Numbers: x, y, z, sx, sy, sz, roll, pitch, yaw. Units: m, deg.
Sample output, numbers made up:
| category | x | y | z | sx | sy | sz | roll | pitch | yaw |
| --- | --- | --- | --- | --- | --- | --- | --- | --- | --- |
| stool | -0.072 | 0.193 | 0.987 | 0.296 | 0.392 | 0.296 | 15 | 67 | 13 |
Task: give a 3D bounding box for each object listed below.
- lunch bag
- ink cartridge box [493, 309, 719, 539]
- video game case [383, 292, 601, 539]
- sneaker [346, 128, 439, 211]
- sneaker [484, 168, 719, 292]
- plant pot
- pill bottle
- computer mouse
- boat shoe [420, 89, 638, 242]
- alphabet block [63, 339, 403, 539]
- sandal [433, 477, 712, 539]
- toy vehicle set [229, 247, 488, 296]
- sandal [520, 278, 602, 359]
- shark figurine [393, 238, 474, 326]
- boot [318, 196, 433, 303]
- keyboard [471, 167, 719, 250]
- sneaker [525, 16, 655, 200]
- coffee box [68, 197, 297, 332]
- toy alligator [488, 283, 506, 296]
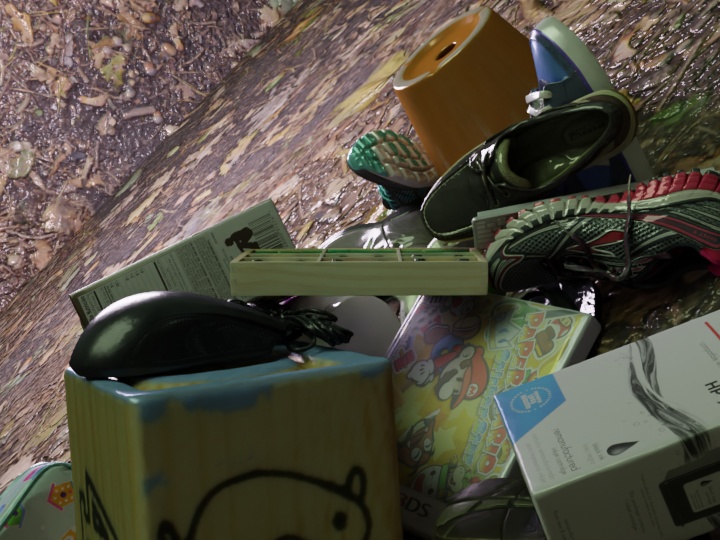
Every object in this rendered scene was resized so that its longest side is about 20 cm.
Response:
| category | x | y | z | sx | sy | sz | roll | pitch | yaw |
| --- | --- | --- | --- | --- | --- | --- | --- | --- | --- |
| lunch bag | -0.257 | 0.274 | 0.999 | 0.077 | 0.200 | 0.161 | -12 | 38 | 57 |
| ink cartridge box | 0.189 | 0.089 | 0.659 | 0.199 | 0.067 | 0.116 | -21 | 22 | 3 |
| video game case | 0.070 | 0.106 | 0.887 | 0.182 | 0.023 | 0.200 | 11 | 64 | 50 |
| sneaker | 0.048 | -0.100 | 1.286 | 0.091 | 0.200 | 0.078 | -44 | 60 | 30 |
| sneaker | 0.190 | -0.018 | 0.885 | 0.199 | 0.081 | 0.075 | -16 | 60 | 25 |
| plant pot | 0.137 | -0.160 | 1.170 | 0.200 | 0.183 | 0.200 | -36 | 21 | 16 |
| pill bottle | -0.044 | 0.077 | 1.110 | 0.112 | 0.112 | 0.200 | -53 | 17 | -27 |
| computer mouse | -0.118 | 0.038 | 0.833 | 0.200 | 0.053 | 0.138 | -7 | 6 | -39 |
| boat shoe | 0.126 | -0.085 | 0.924 | 0.200 | 0.072 | 0.066 | -29 | -10 | 25 |
| alphabet block | -0.094 | 0.164 | 0.818 | 0.195 | 0.201 | 0.196 | -6 | 4 | -25 |
| sandal | 0.129 | 0.171 | 0.697 | 0.200 | 0.055 | 0.082 | -8 | 26 | 46 |
| toy vehicle set | 0.000 | 0.000 | 0.932 | 0.199 | 0.027 | 0.124 | 0 | 6 | 0 |
| sandal | 0.150 | 0.055 | 0.908 | 0.075 | 0.048 | 0.201 | -30 | 24 | 30 |
| shark figurine | 0.101 | -0.006 | 1.094 | 0.215 | 0.089 | 0.128 | -50 | 54 | 1 |
| boot | 0.008 | -0.001 | 1.253 | 0.200 | 0.068 | 0.131 | -30 | 21 | 26 |
| keyboard | 0.190 | -0.048 | 0.923 | 0.199 | 0.056 | 0.011 | -10 | 59 | 4 |
| sneaker | 0.155 | -0.097 | 0.977 | 0.146 | 0.200 | 0.081 | -30 | 8 | -1 |
| coffee box | -0.151 | 0.020 | 1.049 | 0.199 | 0.080 | 0.113 | -26 | -7 | -3 |
| toy alligator | 0.088 | 0.085 | 0.964 | 0.059 | 0.054 | 0.200 | 11 | 60 | 34 |
